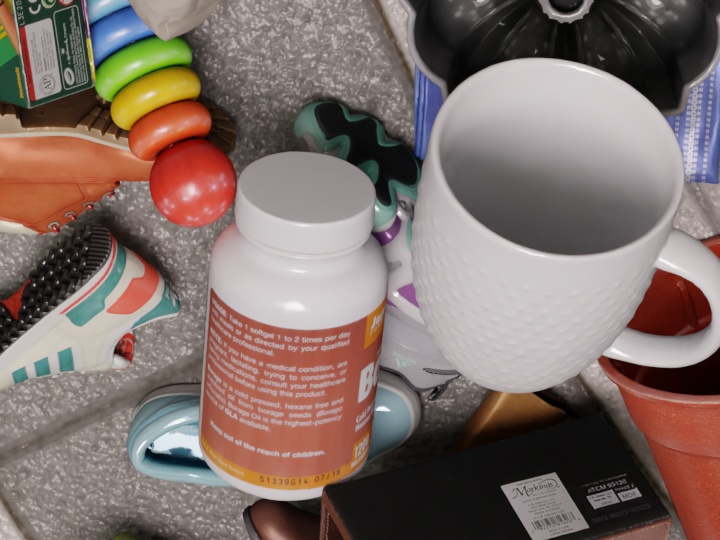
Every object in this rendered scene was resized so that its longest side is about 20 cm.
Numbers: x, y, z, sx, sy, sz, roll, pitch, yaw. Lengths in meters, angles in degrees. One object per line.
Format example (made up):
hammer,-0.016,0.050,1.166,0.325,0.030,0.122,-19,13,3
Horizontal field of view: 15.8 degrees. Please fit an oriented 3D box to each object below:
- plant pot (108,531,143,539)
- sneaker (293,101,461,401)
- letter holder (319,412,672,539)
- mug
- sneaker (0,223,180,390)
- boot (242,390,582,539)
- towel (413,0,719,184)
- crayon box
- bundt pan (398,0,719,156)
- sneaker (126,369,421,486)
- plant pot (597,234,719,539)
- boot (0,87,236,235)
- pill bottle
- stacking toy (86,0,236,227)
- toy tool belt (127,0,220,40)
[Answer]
plant pot,-0.118,0.277,1.758,0.189,0.200,0.201,34,113,7
sneaker,0.000,0.000,1.677,0.200,0.078,0.140,50,126,5
letter holder,0.080,0.196,1.658,0.199,0.101,0.143,-13,134,-20
mug,0.124,-0.004,1.525,0.199,0.148,0.176,21,144,7
sneaker,-0.203,0.052,1.726,0.093,0.071,0.199,33,125,-31
boot,0.045,0.146,1.717,0.188,0.069,0.200,32,113,-19
towel,0.132,-0.128,1.635,0.199,0.024,0.146,5,113,5
crayon box,-0.244,-0.213,1.581,0.172,0.058,0.201,16,120,46
bundt pan,0.123,-0.177,1.563,0.200,0.076,0.203,2,115,4
sneaker,-0.059,0.114,1.725,0.199,0.082,0.074,-8,111,10
plant pot,0.267,0.104,1.629,0.199,0.201,0.196,-13,118,12
boot,-0.178,-0.070,1.681,0.199,0.075,0.108,6,125,5
pill bottle,-0.041,0.033,1.607,0.111,0.112,0.201,9,124,4
stacking toy,-0.135,-0.119,1.599,0.085,0.085,0.201,-26,79,16
toy tool belt,-0.095,-0.232,1.543,0.123,0.200,0.125,45,130,7
